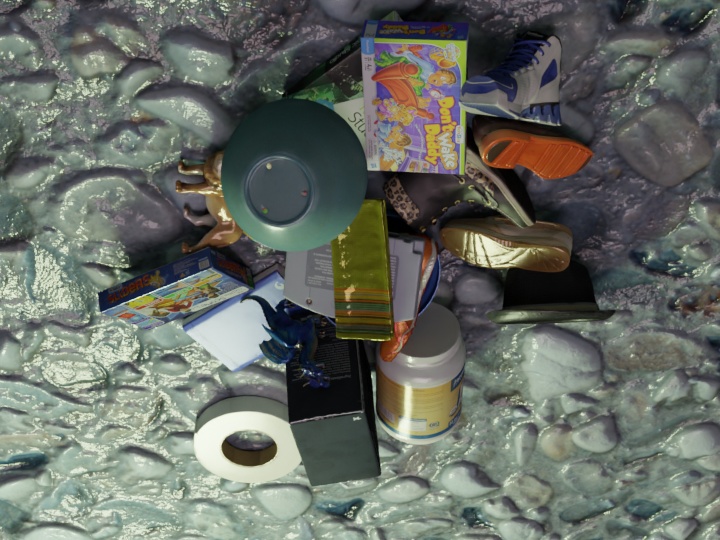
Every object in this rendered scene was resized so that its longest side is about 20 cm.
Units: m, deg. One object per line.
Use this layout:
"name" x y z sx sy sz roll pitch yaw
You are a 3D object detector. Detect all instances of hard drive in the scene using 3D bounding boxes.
"hard drive" -0.167 0.079 1.812 0.198 0.026 0.132 -30 126 23

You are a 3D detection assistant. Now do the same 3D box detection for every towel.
"towel" 0.000 0.000 1.595 0.085 0.018 0.203 -1 105 12

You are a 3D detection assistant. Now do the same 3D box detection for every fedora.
"fedora" 0.285 0.032 1.713 0.197 0.093 0.201 -2 176 0

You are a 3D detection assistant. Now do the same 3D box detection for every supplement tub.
"supplement tub" 0.095 0.163 1.813 0.142 0.146 0.202 -1 133 0

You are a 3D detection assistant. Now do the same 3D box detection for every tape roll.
"tape roll" -0.196 0.300 2.007 0.199 0.037 0.205 -1 133 -1

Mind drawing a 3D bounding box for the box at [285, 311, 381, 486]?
"box" -0.044 0.198 1.787 0.122 0.199 0.201 -10 140 2

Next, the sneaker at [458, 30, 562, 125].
"sneaker" 0.199 -0.252 1.451 0.080 0.198 0.117 11 98 36

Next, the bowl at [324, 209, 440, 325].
"bowl" 0.021 0.000 1.700 0.197 0.040 0.203 -5 118 -9

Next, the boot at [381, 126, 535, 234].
"boot" 0.141 -0.105 1.617 0.150 0.074 0.200 -35 120 26

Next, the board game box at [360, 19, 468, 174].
"board game box" 0.072 -0.221 1.469 0.132 0.045 0.202 3 131 8

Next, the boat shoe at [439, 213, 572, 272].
"boat shoe" 0.217 -0.048 1.675 0.197 0.070 0.074 11 139 18

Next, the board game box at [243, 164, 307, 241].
"board game box" -0.100 -0.091 1.647 0.156 0.039 0.201 16 130 -15

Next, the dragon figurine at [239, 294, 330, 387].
"dragon figurine" -0.116 0.098 1.699 0.198 0.100 0.059 29 140 14

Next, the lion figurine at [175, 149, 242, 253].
"lion figurine" -0.199 -0.096 1.627 0.120 0.073 0.202 2 139 -1

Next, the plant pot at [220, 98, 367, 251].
"plant pot" -0.093 -0.114 1.464 0.197 0.135 0.204 1 103 5

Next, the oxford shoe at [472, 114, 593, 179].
"oxford shoe" 0.238 -0.179 1.561 0.198 0.074 0.072 9 134 -35

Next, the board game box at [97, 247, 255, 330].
"board game box" -0.277 0.031 1.720 0.198 0.035 0.135 -21 158 16

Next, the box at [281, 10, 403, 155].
"box" 0.013 -0.235 1.521 0.199 0.037 0.144 -33 125 24

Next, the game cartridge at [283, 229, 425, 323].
"game cartridge" -0.011 0.005 1.626 0.197 0.040 0.136 10 103 10

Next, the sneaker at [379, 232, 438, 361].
"sneaker" 0.056 0.037 1.673 0.076 0.073 0.203 15 105 -1
